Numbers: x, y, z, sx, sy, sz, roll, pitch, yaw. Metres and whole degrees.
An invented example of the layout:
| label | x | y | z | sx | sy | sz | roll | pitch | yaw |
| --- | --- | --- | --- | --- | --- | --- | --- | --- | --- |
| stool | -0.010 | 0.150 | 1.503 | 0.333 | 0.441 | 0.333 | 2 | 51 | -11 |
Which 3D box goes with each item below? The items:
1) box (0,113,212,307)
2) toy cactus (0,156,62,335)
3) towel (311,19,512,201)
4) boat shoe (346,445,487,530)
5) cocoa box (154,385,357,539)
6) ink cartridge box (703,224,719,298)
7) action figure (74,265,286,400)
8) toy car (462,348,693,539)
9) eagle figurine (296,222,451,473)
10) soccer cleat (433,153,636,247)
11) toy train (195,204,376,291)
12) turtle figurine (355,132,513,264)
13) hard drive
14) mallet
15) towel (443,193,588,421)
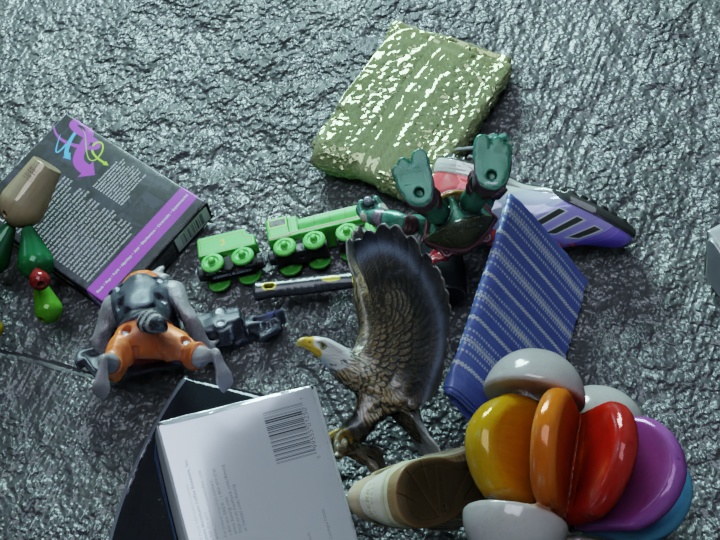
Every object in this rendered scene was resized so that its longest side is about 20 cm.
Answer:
| label | x | y | z | sx | sy | sz | roll | pitch | yaw |
| --- | --- | --- | --- | --- | --- | --- | --- | --- | --- |
| box | -0.267 | -0.057 | 1.495 | 0.200 | 0.036 | 0.143 | 33 | 71 | 23 |
| toy cactus | -0.349 | -0.036 | 1.437 | 0.200 | 0.102 | 0.165 | 34 | 95 | 33 |
| towel | 0.054 | -0.159 | 1.504 | 0.148 | 0.036 | 0.200 | 22 | 65 | 20 |
| boat shoe | 0.072 | 0.180 | 1.233 | 0.065 | 0.200 | 0.072 | -12 | 80 | 41 |
| cocoa box | -0.080 | 0.214 | 1.207 | 0.133 | 0.131 | 0.200 | -14 | 75 | -13 |
| ink cartridge box | 0.424 | -0.006 | 1.322 | 0.200 | 0.084 | 0.146 | -26 | 59 | -6 |
| action figure | -0.165 | 0.046 | 1.362 | 0.200 | 0.105 | 0.193 | -15 | 25 | -10 |
| toy car | 0.184 | 0.159 | 1.194 | 0.150 | 0.200 | 0.175 | -16 | 54 | 44 |
| eagle figurine | 0.016 | 0.067 | 1.283 | 0.152 | 0.151 | 0.200 | 17 | 81 | 34 |
| soccer cleat | 0.156 | -0.047 | 1.408 | 0.200 | 0.068 | 0.073 | 19 | 86 | 11 |
| toy train | -0.062 | -0.027 | 1.443 | 0.200 | 0.042 | 0.056 | -13 | 48 | 1 |
| turtle figurine | 0.080 | -0.062 | 1.320 | 0.150 | 0.200 | 0.101 | -31 | 81 | -4 |
| hard drive | -0.141 | 0.190 | 1.322 | 0.135 | 0.042 | 0.200 | 13 | 62 | 17 |
| mallet | 0.000 | 0.000 | 1.409 | 0.200 | 0.041 | 0.066 | 0 | 57 | 6 |
| towel | 0.135 | 0.055 | 1.308 | 0.024 | 0.145 | 0.200 | -4 | 55 | 39 |
